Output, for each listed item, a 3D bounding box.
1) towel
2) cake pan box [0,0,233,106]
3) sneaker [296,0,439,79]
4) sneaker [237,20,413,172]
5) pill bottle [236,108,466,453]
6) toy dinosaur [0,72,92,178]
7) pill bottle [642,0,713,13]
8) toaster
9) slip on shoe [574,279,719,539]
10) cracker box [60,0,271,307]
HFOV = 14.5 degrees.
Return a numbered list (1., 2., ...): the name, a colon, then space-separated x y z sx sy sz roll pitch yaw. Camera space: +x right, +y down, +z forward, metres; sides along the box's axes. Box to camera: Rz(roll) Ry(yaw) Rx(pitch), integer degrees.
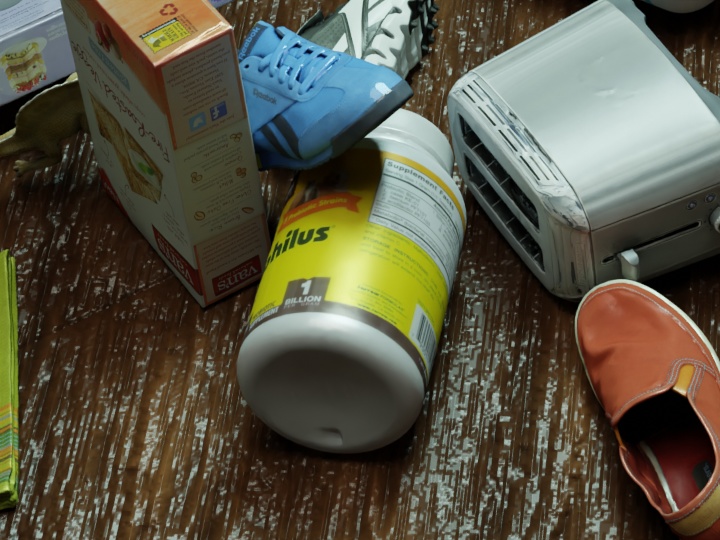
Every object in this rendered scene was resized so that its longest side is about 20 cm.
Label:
1. towel: -0.246 0.066 1.682 0.085 0.018 0.201 -7 45 0
2. cake pan box: -0.194 -0.193 1.874 0.199 0.053 0.184 -27 34 -18
3. sneaker: -0.006 -0.146 1.822 0.090 0.067 0.201 9 50 13
4. sneaker: -0.038 -0.106 1.649 0.066 0.079 0.200 -36 14 -20
5. pill bottle: 0.000 0.000 1.648 0.108 0.110 0.201 4 46 12
6. toy dinosaur: -0.171 -0.106 1.772 0.199 0.101 0.058 -35 71 11
7. pill bottle: 0.182 -0.237 1.854 0.199 0.111 0.111 24 53 28
8. toaster: 0.138 -0.075 1.701 0.129 0.114 0.200 -25 51 -13
9. slip on shoe: 0.166 0.075 1.573 0.074 0.061 0.201 -38 45 18
10. cracker box: -0.117 -0.094 1.692 0.057 0.201 0.134 -28 48 -17
